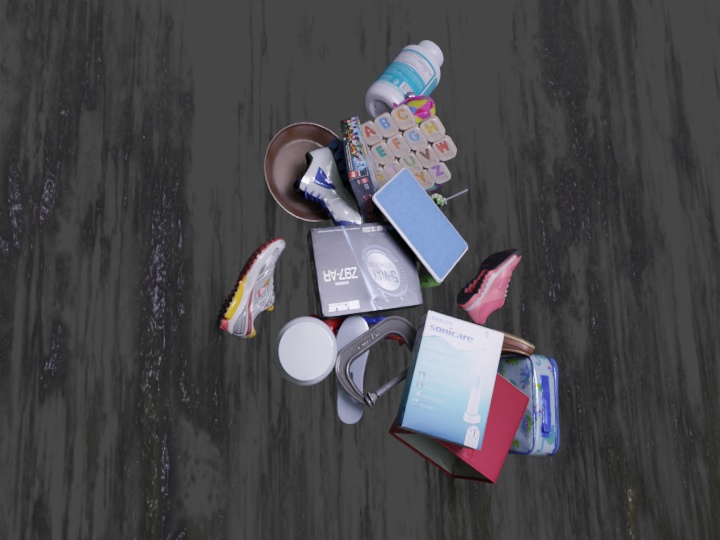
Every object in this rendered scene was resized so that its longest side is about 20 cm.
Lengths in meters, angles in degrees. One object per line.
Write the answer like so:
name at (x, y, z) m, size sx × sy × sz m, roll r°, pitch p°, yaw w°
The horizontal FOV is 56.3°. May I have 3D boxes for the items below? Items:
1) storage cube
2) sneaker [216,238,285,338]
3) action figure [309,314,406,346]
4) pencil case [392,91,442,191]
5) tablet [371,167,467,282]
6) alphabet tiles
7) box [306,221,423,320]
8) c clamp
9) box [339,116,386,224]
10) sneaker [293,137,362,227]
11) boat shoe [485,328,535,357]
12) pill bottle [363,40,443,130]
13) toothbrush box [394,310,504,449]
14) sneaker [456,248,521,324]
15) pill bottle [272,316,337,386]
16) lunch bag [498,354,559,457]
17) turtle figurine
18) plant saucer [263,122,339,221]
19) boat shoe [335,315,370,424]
storage cube at (0.190, 0.283, 1.314) m, size 0.198 × 0.170 × 0.182 m, roll 37°, pitch 67°, yaw -12°
sneaker at (-0.191, 0.032, 1.255) m, size 0.081 × 0.077 × 0.204 m, roll 31°, pitch 78°, yaw -19°
action figure at (-0.007, 0.110, 1.330) m, size 0.194 × 0.052 × 0.067 m, roll 12°, pitch 69°, yaw -16°
pencil case at (0.124, -0.263, 1.389) m, size 0.088 × 0.087 × 0.203 m, roll -41°, pitch 137°, yaw -25°
tablet at (0.113, -0.087, 1.255) m, size 0.201 × 0.014 × 0.130 m, roll 50°, pitch 47°, yaw -4°
alphabet tiles at (0.090, -0.235, 1.358) m, size 0.197 × 0.196 × 0.015 m, roll 51°, pitch 36°, yaw -32°
box at (0.007, -0.002, 1.242) m, size 0.194 × 0.043 × 0.165 m, roll -5°, pitch 79°, yaw -17°
c clamp at (0.057, 0.178, 1.230) m, size 0.196 × 0.027 × 0.174 m, roll -29°, pitch 76°, yaw -3°
box at (0.009, -0.174, 1.292) m, size 0.037 × 0.201 × 0.140 m, roll -13°, pitch 59°, yaw 7°
sneaker at (-0.068, -0.145, 1.306) m, size 0.112 × 0.080 × 0.206 m, roll -14°, pitch 90°, yaw -12°
boat shoe at (0.258, 0.156, 1.378) m, size 0.072 × 0.195 × 0.070 m, roll 32°, pitch 70°, yaw -58°
pill bottle at (0.100, -0.404, 1.446) m, size 0.111 × 0.110 × 0.201 m, roll 42°, pitch 66°, yaw -10°
toothbrush box at (0.154, 0.191, 1.173) m, size 0.142 × 0.085 × 0.206 m, roll 15°, pitch 77°, yaw -3°
sneaker at (0.291, 0.035, 1.476) m, size 0.200 × 0.073 × 0.088 m, roll -45°, pitch 112°, yaw -21°
pill bottle at (-0.098, 0.142, 1.188) m, size 0.112 × 0.200 × 0.120 m, roll 1°, pitch 83°, yaw -5°
lunch bag at (0.340, 0.278, 1.387) m, size 0.080 × 0.160 × 0.207 m, roll 6°, pitch 76°, yaw -21°
turtle figurine at (0.159, -0.071, 1.363) m, size 0.195 × 0.146 × 0.197 m, roll 17°, pitch 39°, yaw -11°
plant saucer at (-0.104, -0.194, 1.354) m, size 0.195 × 0.036 × 0.207 m, roll 5°, pitch 78°, yaw -24°
boat shoe at (-0.015, 0.187, 1.289) m, size 0.068 × 0.066 × 0.207 m, roll -1°, pitch 90°, yaw -2°
